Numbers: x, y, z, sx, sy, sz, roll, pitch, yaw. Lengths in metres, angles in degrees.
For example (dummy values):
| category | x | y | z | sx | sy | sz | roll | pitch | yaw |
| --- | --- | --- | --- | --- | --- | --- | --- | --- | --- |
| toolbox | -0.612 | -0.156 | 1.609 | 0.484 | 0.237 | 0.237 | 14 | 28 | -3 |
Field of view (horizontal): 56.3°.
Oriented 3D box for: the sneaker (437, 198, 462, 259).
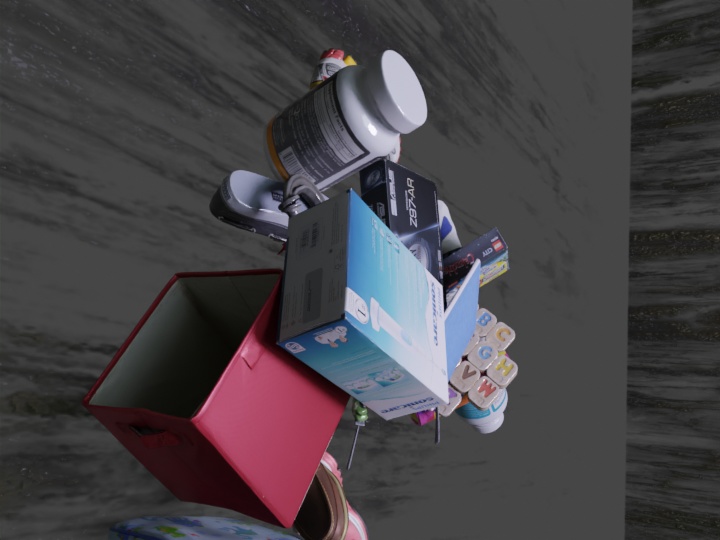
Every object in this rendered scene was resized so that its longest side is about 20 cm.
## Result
| category | x | y | z | sx | sy | sz | roll | pitch | yaw |
| --- | --- | --- | --- | --- | --- | --- | --- | --- | --- |
| sneaker | 0.098 | -0.053 | 1.091 | 0.197 | 0.079 | 0.119 | -6 | 81 | -51 |

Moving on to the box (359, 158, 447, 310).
| category | x | y | z | sx | sy | sz | roll | pitch | yaw |
| --- | --- | --- | --- | --- | --- | --- | --- | --- | --- |
| box | 0.062 | -0.034 | 0.925 | 0.159 | 0.042 | 0.207 | 12 | 72 | -58 |

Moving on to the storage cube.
| category | x | y | z | sx | sy | sz | roll | pitch | yaw |
| --- | --- | --- | --- | --- | --- | --- | --- | --- | --- |
| storage cube | -0.135 | 0.126 | 0.699 | 0.182 | 0.167 | 0.202 | 61 | 43 | -34 |

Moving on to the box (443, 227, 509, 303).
| category | x | y | z | sx | sy | sz | roll | pitch | yaw |
| --- | --- | --- | --- | --- | --- | --- | --- | --- | --- |
| box | 0.142 | 0.018 | 1.068 | 0.038 | 0.197 | 0.137 | 60 | 5 | 19 |

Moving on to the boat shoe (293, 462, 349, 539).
| category | x | y | z | sx | sy | sz | roll | pitch | yaw |
| --- | --- | --- | --- | --- | --- | --- | --- | --- | --- |
| boat shoe | -0.078 | 0.240 | 0.790 | 0.072 | 0.201 | 0.067 | -46 | 132 | 8 |

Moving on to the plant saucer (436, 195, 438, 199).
| category | x | y | z | sx | sy | sz | roll | pitch | yaw |
| --- | --- | --- | --- | --- | --- | --- | --- | --- | --- |
| plant saucer | 0.092 | -0.056 | 1.168 | 0.198 | 0.036 | 0.207 | 3 | 86 | -56 |

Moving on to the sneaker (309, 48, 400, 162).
| category | x | y | z | sx | sy | sz | roll | pitch | yaw |
| --- | --- | --- | --- | --- | --- | --- | --- | --- | --- |
| sneaker | -0.012 | -0.221 | 0.997 | 0.201 | 0.076 | 0.083 | 49 | 54 | -31 |

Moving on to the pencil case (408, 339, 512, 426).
| category | x | y | z | sx | sy | sz | roll | pitch | yaw |
| --- | --- | --- | --- | --- | --- | --- | --- | --- | --- |
| pencil case | 0.162 | 0.186 | 1.135 | 0.196 | 0.088 | 0.091 | -24 | 113 | -11 |

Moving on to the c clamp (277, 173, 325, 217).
| category | x | y | z | sx | sy | sz | roll | pitch | yaw |
| --- | --- | --- | --- | --- | --- | --- | --- | --- | --- |
| c clamp | -0.039 | -0.022 | 0.777 | 0.204 | 0.027 | 0.170 | 62 | 21 | 0 |

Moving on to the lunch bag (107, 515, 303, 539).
| category | x | y | z | sx | sy | sz | roll | pitch | yaw |
| --- | --- | --- | --- | --- | --- | --- | --- | --- | --- |
| lunch bag | -0.148 | 0.303 | 0.679 | 0.199 | 0.157 | 0.085 | 27 | 66 | -53 |

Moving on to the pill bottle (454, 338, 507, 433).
| category | x | y | z | sx | sy | sz | roll | pitch | yaw |
| --- | --- | --- | --- | --- | --- | --- | --- | --- | --- |
| pill bottle | 0.213 | 0.212 | 1.272 | 0.111 | 0.108 | 0.204 | -54 | 131 | -42 |

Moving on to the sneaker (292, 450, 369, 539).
| category | x | y | z | sx | sy | sz | roll | pitch | yaw |
| --- | --- | --- | --- | --- | --- | --- | --- | --- | --- |
| sneaker | -0.056 | 0.336 | 0.915 | 0.086 | 0.073 | 0.204 | -37 | 116 | -35 |

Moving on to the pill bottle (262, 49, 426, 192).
| category | x | y | z | sx | sy | sz | roll | pitch | yaw |
| --- | --- | --- | --- | --- | --- | --- | --- | --- | --- |
| pill bottle | -0.021 | -0.182 | 0.843 | 0.115 | 0.197 | 0.119 | 32 | 45 | -41 |

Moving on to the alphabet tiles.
| category | x | y | z | sx | sy | sz | roll | pitch | yaw |
| --- | --- | --- | --- | --- | --- | --- | --- | --- | --- |
| alphabet tiles | 0.157 | 0.135 | 1.112 | 0.195 | 0.199 | 0.015 | -42 | 151 | -20 |

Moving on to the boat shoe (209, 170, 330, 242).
| category | x | y | z | sx | sy | sz | roll | pitch | yaw |
| --- | --- | --- | --- | --- | --- | --- | --- | --- | --- |
| boat shoe | -0.099 | -0.064 | 0.837 | 0.197 | 0.066 | 0.072 | 12 | 57 | -44 |

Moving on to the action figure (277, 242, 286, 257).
| category | x | y | z | sx | sy | sz | roll | pitch | yaw |
| --- | --- | --- | --- | --- | --- | --- | --- | --- | --- |
| action figure | -0.073 | -0.025 | 0.909 | 0.065 | 0.050 | 0.206 | 39 | 52 | -54 |

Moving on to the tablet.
| category | x | y | z | sx | sy | sz | roll | pitch | yaw |
| --- | --- | --- | --- | --- | --- | --- | --- | --- | --- |
| tablet | 0.131 | 0.085 | 0.943 | 0.200 | 0.013 | 0.133 | -50 | 145 | -50 |

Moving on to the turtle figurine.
| category | x | y | z | sx | sy | sz | roll | pitch | yaw |
| --- | --- | --- | --- | --- | --- | --- | --- | --- | --- |
| turtle figurine | 0.060 | 0.176 | 0.976 | 0.195 | 0.139 | 0.205 | 96 | 2 | -62 |

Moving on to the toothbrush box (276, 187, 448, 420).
| category | x | y | z | sx | sy | sz | roll | pitch | yaw |
| --- | --- | --- | --- | --- | --- | --- | --- | --- | --- |
| toothbrush box | 0.010 | 0.042 | 0.692 | 0.199 | 0.084 | 0.150 | 40 | 40 | -43 |
